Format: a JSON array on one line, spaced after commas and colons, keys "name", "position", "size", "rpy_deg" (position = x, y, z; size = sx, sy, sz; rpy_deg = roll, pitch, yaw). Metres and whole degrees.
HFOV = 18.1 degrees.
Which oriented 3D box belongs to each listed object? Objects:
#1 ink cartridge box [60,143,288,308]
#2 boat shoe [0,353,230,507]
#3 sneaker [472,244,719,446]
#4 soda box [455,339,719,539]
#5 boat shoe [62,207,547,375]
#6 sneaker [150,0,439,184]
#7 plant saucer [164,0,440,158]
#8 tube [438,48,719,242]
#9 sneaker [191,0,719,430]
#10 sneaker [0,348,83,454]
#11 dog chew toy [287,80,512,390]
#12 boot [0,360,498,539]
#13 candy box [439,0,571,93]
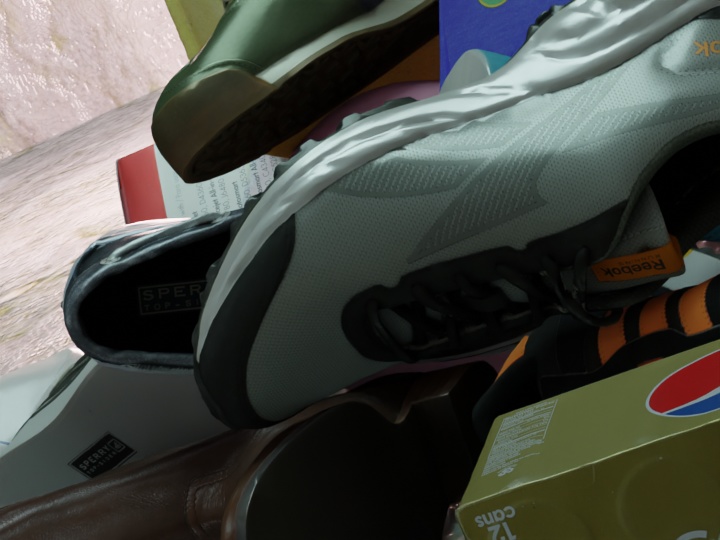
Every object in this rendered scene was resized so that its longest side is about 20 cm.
[{"name": "ink cartridge box", "position": [-0.032, -0.023, 1.051], "size": [0.200, 0.067, 0.116], "rpy_deg": [-22, -31, 13]}, {"name": "boat shoe", "position": [-0.076, 0.042, 0.869], "size": [0.200, 0.071, 0.064], "rpy_deg": [-30, 26, 45]}, {"name": "sneaker", "position": [0.098, 0.037, 0.653], "size": [0.090, 0.070, 0.200], "rpy_deg": [-35, 9, -16]}, {"name": "soda box", "position": [0.128, 0.043, 0.533], "size": [0.200, 0.068, 0.064], "rpy_deg": [-21, 12, 18]}, {"name": "boat shoe", "position": [0.000, 0.000, 0.749], "size": [0.200, 0.072, 0.068], "rpy_deg": [-5, 5, -3]}, {"name": "sneaker", "position": [-0.014, -0.119, 0.854], "size": [0.200, 0.090, 0.067], "rpy_deg": [-36, -12, -20]}, {"name": "plant saucer", "position": [0.019, -0.130, 0.989], "size": [0.200, 0.048, 0.200], "rpy_deg": [-29, 32, 2]}, {"name": "tube", "position": [0.122, -0.029, 0.739], "size": [0.200, 0.050, 0.077], "rpy_deg": [10, 6, -18]}, {"name": "sneaker", "position": [0.040, -0.012, 0.642], "size": [0.200, 0.074, 0.079], "rpy_deg": [-32, 55, 5]}, {"name": "sneaker", "position": [-0.211, 0.082, 1.040], "size": [0.200, 0.087, 0.074], "rpy_deg": [-28, 10, -22]}, {"name": "dog chew toy", "position": [0.011, -0.006, 0.902], "size": [0.124, 0.125, 0.200], "rpy_deg": [-28, 4, -17]}, {"name": "boot", "position": [-0.066, 0.089, 0.744], "size": [0.200, 0.064, 0.186], "rpy_deg": [-16, 1, 26]}, {"name": "candy box", "position": [0.151, -0.080, 0.802], "size": [0.169, 0.077, 0.200], "rpy_deg": [-16, -19, 38]}]
